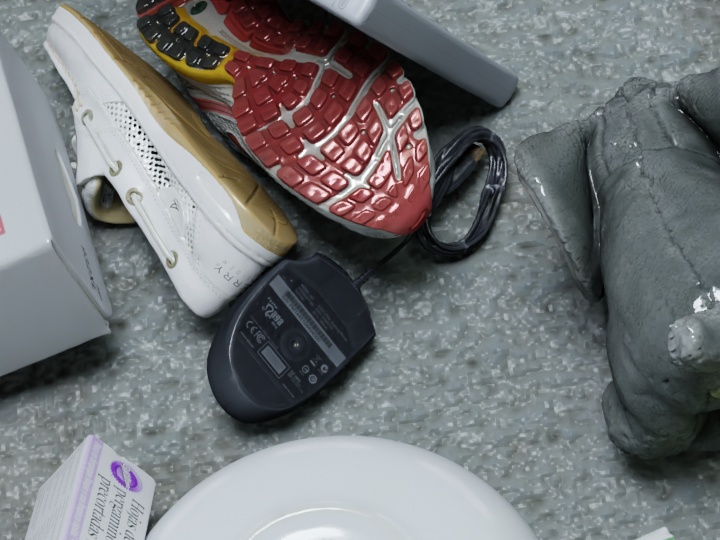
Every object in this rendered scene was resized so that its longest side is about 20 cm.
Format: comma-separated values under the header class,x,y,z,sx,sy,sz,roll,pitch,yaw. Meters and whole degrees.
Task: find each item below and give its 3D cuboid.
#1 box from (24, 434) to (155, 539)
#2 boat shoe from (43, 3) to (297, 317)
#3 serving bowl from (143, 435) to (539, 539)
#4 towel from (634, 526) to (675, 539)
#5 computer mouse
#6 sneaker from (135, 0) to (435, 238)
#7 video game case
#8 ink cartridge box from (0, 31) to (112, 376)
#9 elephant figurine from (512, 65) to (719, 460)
class,x,y,z,sx,sy,sz,roll,pitch,yaw
box,-0.116,0.137,0.841,0.039,0.041,0.200,38,20,-16
boat shoe,-0.110,-0.054,1.022,0.069,0.071,0.200,-48,50,10
serving bowl,-0.012,0.147,0.865,0.200,0.066,0.200,-3,55,5
towel,0.107,0.216,0.864,0.152,0.023,0.200,-22,60,-10
computer mouse,0.000,0.000,1.001,0.200,0.034,0.059,-41,100,-28
sneaker,-0.025,-0.077,1.009,0.078,0.082,0.200,-39,49,-5
video game case,-0.030,-0.145,1.011,0.182,0.200,0.022,33,97,22
ink cartridge box,-0.231,-0.011,0.970,0.200,0.084,0.145,-22,57,2
elephant figurine,0.133,-0.028,0.942,0.141,0.155,0.200,-9,66,-25
